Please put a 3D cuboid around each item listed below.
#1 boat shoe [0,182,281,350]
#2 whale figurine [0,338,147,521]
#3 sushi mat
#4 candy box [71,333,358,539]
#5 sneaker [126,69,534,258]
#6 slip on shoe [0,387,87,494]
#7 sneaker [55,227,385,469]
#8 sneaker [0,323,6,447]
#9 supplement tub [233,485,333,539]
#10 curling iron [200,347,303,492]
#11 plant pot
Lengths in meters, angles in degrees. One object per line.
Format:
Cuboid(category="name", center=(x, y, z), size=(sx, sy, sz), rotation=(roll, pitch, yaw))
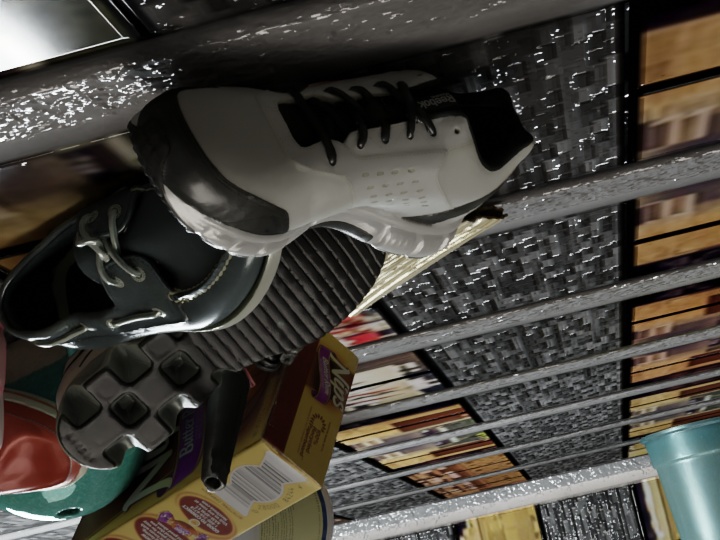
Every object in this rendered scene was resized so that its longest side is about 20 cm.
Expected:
Cuboid(category="boat shoe", center=(-0.105, -0.001, 0.713), size=(0.062, 0.073, 0.200), rotation=(-7, 171, -37))
Cuboid(category="whale figurine", center=(-0.171, 0.088, 0.947), size=(0.159, 0.104, 0.200), rotation=(3, 155, -34))
Cuboid(category="sushi mat", center=(0.000, 0.000, 0.938), size=(0.095, 0.012, 0.200), rotation=(-6, 165, -29))
Cuboid(category="candy box", center=(-0.097, 0.122, 1.000), size=(0.056, 0.117, 0.200), rotation=(41, 126, -19))
Cuboid(category="sneaker", center=(-0.007, -0.054, 0.623), size=(0.080, 0.074, 0.200), rotation=(-39, 158, 32))
Cuboid(category="slip on shoe", center=(-0.252, 0.107, 0.880), size=(0.199, 0.061, 0.074), rotation=(1, 122, -4))
Cuboid(category="sneaker", center=(-0.082, 0.017, 0.831), size=(0.200, 0.074, 0.089), rotation=(-32, -150, 1))
Cuboid(category="sneaker", center=(-0.267, 0.067, 0.780), size=(0.200, 0.105, 0.075), rotation=(1, 164, -40))
Cuboid(category="supplement tub", center=(-0.136, 0.264, 1.620), size=(0.145, 0.145, 0.200), rotation=(-20, 164, 30))
Cuboid(category="curling iron", center=(-0.063, 0.063, 0.863), size=(0.026, 0.050, 0.200), rotation=(-53, -171, 21))
Cuboid(category="plant pot", center=(0.563, 0.339, 2.451), size=(0.200, 0.197, 0.200), rotation=(-12, 166, -3))
